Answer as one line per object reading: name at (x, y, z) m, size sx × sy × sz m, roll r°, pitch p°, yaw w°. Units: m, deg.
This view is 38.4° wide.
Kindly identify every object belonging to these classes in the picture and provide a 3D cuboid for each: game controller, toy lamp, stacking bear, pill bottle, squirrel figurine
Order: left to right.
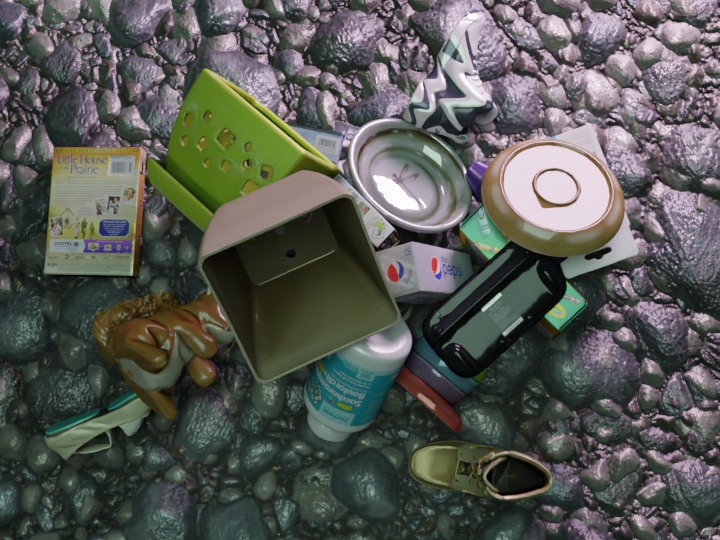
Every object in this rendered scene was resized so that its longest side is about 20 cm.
squirrel figurine at (-0.272, 0.080, 1.482) m, size 0.199 × 0.142 × 0.187 m, roll 27°, pitch 53°, yaw 30°
pill bottle at (-0.011, 0.145, 1.413) m, size 0.110 × 0.111 × 0.201 m, roll 32°, pitch 129°, yaw 11°
stacking bear at (0.146, 0.104, 1.440) m, size 0.114 × 0.121 × 0.200 m, roll 40°, pitch 88°, yaw -12°
game controller at (0.180, 0.049, 1.380) m, size 0.200 × 0.042 × 0.104 m, roll -41°, pitch 94°, yaw -3°
toy lamp at (0.221, -0.087, 1.460) m, size 0.058 × 0.058 × 0.200 m, roll -40°, pitch 55°, yaw -1°

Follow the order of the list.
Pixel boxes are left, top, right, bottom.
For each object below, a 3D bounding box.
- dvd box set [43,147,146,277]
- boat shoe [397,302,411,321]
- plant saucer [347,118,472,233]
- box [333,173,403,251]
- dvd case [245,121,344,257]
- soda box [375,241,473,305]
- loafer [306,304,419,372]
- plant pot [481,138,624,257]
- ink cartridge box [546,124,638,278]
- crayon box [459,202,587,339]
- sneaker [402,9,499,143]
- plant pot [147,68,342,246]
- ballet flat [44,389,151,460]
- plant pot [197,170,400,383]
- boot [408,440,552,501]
dvd box set at (-0.408, -0.090, 1.592) m, size 0.145 × 0.029 × 0.202 m, roll 0°, pitch 82°, yaw 7°
boat shoe at (0.000, 0.000, 1.478) m, size 0.072 × 0.065 × 0.200 m, roll -28°, pitch 53°, yaw -15°
plant saucer at (0.066, -0.129, 1.506) m, size 0.199 × 0.050 × 0.201 m, roll 13°, pitch 53°, yaw -18°
box at (0.010, -0.066, 1.453) m, size 0.035 × 0.200 × 0.110 m, roll -45°, pitch 79°, yaw 1°
dvd case at (-0.114, -0.125, 1.571) m, size 0.142 × 0.018 × 0.202 m, roll 12°, pitch 83°, yaw 9°
soda box at (0.093, 0.008, 1.431) m, size 0.063 × 0.200 × 0.069 m, roll -15°, pitch 79°, yaw 27°
loafer at (0.004, 0.086, 1.497) m, size 0.200 × 0.067 × 0.076 m, roll -41°, pitch 79°, yaw -1°
plant pot at (0.265, -0.108, 1.407) m, size 0.198 × 0.028 × 0.201 m, roll 2°, pitch 55°, yaw -3°
ink cartridge box at (0.311, -0.093, 1.491) m, size 0.115 × 0.068 × 0.201 m, roll -19°, pitch 79°, yaw 3°
crayon box at (0.226, 0.002, 1.460) m, size 0.058 × 0.119 × 0.200 m, roll -43°, pitch 79°, yaw -2°
sneaker at (0.164, -0.279, 1.538) m, size 0.129 × 0.080 × 0.200 m, roll 31°, pitch 74°, yaw -1°
plant pot at (-0.172, -0.142, 1.474) m, size 0.199 × 0.200 × 0.182 m, roll 41°, pitch 96°, yaw 13°
ballet flat at (-0.367, 0.223, 1.527) m, size 0.199 × 0.069 × 0.070 m, roll -25°, pitch 79°, yaw 4°
plant pot at (-0.089, -0.016, 1.318) m, size 0.199 × 0.177 × 0.201 m, roll -24°, pitch 123°, yaw -2°
boot at (0.159, 0.273, 1.404) m, size 0.198 × 0.155 × 0.073 m, roll 9°, pitch 82°, yaw 8°
